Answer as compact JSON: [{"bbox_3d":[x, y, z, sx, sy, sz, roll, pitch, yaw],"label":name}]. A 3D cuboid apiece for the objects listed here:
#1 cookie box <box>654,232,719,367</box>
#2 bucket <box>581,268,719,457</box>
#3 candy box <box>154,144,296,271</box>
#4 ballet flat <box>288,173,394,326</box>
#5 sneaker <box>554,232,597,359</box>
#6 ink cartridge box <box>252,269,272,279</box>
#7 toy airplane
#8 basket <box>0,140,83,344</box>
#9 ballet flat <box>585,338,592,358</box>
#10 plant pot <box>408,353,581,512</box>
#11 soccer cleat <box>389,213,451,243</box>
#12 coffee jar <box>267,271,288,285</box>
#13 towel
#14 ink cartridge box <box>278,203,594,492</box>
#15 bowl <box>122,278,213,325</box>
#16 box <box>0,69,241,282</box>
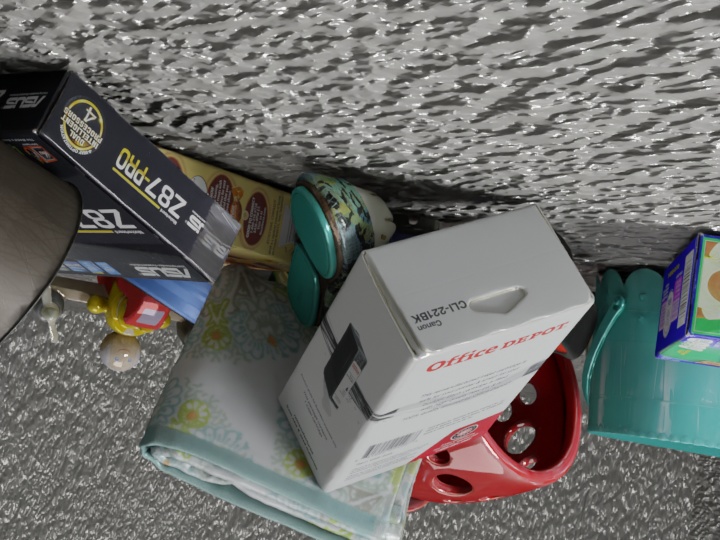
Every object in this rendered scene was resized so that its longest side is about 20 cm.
[{"bbox_3d":[0.319,0.035,1.033,0.199,0.076,0.171,8,173,6],"label":"cookie box"},{"bbox_3d":[0.284,0.083,1.229,0.206,0.135,0.207,10,173,1],"label":"bucket"},{"bbox_3d":[-0.125,-0.044,1.080,0.115,0.056,0.200,4,171,39],"label":"candy box"},{"bbox_3d":[-0.012,-0.022,1.003,0.074,0.075,0.200,10,160,-4],"label":"ballet flat"},{"bbox_3d":[0.112,0.010,1.145,0.108,0.067,0.201,21,169,25],"label":"sneaker"},{"bbox_3d":[-0.054,0.016,1.434,0.115,0.068,0.200,10,174,2],"label":"ink cartridge box"},{"bbox_3d":[-0.259,0.038,1.605,0.199,0.142,0.199,7,174,19],"label":"toy airplane"},{"bbox_3d":[-0.274,-0.042,0.756,0.200,0.180,0.136,48,-179,-36],"label":"basket"},{"bbox_3d":[0.207,0.057,1.420,0.199,0.075,0.074,7,173,21],"label":"ballet flat"},{"bbox_3d":[0.073,0.115,1.326,0.182,0.201,0.200,-23,154,37],"label":"plant pot"},{"bbox_3d":[0.000,0.000,1.148,0.065,0.084,0.200,15,172,-42],"label":"soccer cleat"},{"bbox_3d":[-0.065,0.067,1.285,0.085,0.200,0.104,23,-158,-40],"label":"coffee jar"},{"bbox_3d":[-0.042,0.103,1.090,0.199,0.172,0.048,25,141,-4],"label":"towel"},{"bbox_3d":[0.046,0.055,1.000,0.144,0.084,0.200,-16,155,-29],"label":"ink cartridge box"},{"bbox_3d":[-0.180,0.011,1.375,0.200,0.039,0.201,33,175,4],"label":"bowl"},{"bbox_3d":[-0.196,-0.056,0.911,0.199,0.049,0.161,4,152,40],"label":"box"}]
